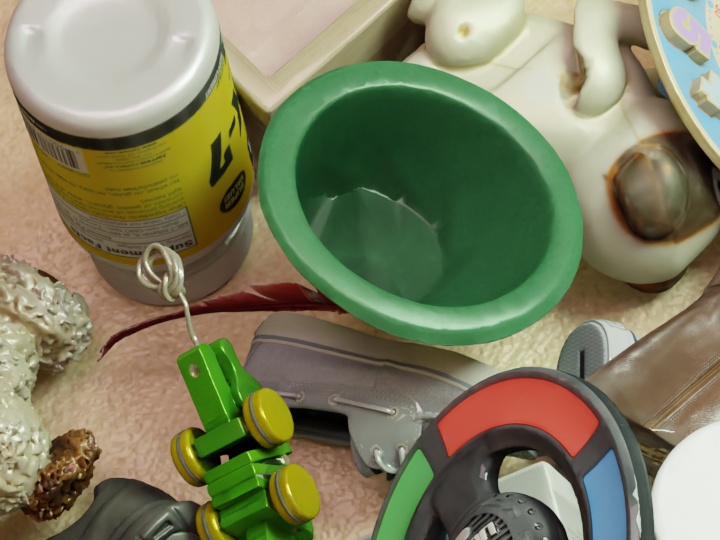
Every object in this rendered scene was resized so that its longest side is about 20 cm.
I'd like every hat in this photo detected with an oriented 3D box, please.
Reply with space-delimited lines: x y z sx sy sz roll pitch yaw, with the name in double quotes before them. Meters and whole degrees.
"hat" 0.000 0.000 1.582 0.200 0.176 0.166 32 55 4

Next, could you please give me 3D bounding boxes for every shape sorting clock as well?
"shape sorting clock" 0.224 -0.116 1.611 0.039 0.200 0.201 -27 50 37

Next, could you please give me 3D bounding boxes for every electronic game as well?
"electronic game" 0.065 0.143 1.387 0.042 0.200 0.201 18 52 -34

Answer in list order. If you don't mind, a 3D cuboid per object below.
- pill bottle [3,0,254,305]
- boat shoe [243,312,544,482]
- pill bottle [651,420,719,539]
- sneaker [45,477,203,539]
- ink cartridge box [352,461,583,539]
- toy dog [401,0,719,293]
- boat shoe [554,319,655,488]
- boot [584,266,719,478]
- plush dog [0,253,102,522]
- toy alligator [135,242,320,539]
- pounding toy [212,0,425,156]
"pill bottle" -0.118 -0.071 1.597 0.114 0.200 0.115 -3 59 5
"boat shoe" 0.018 0.079 1.560 0.200 0.070 0.072 13 70 35
"pill bottle" 0.187 0.157 1.427 0.113 0.200 0.114 -2 60 4
"sneaker" -0.156 0.192 1.528 0.200 0.076 0.091 -48 39 -11
"ink cartridge box" 0.031 0.212 1.465 0.199 0.045 0.177 -25 56 17
"toy dog" 0.110 -0.075 1.610 0.200 0.140 0.194 32 62 18
"boat shoe" 0.136 0.124 1.528 0.067 0.073 0.201 18 70 -26
"boot" 0.227 0.067 1.508 0.186 0.064 0.200 25 38 25
"plush dog" -0.229 0.067 1.551 0.161 0.200 0.172 -59 38 6
"toy alligator" -0.062 0.079 1.516 0.059 0.054 0.201 -28 72 24
"pounding toy" -0.043 -0.184 1.710 0.184 0.142 0.200 -42 69 -11
